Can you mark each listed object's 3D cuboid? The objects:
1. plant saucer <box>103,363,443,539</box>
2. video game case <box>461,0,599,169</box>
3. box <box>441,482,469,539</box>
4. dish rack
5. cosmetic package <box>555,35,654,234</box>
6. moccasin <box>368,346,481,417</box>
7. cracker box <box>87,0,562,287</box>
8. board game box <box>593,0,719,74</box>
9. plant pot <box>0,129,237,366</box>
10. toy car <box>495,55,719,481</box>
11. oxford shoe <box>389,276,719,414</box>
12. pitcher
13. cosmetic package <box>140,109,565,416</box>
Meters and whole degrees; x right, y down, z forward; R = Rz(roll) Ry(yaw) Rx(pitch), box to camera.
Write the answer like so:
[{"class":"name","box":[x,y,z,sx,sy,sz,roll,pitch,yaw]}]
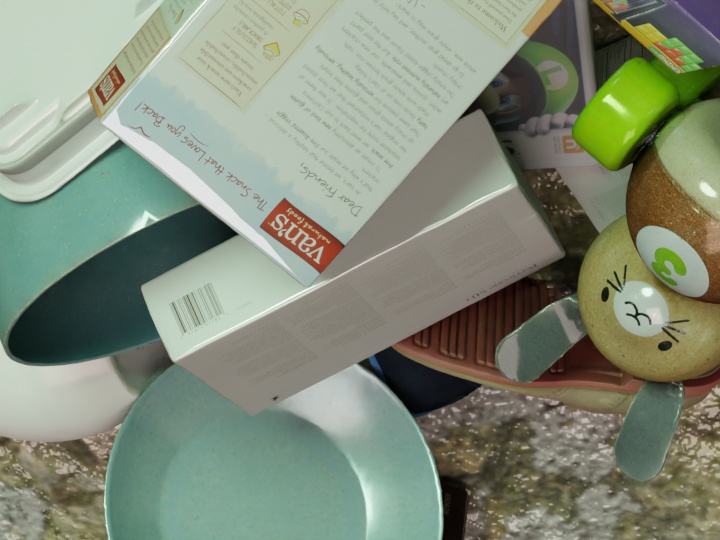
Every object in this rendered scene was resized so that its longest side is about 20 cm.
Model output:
[{"class":"plant saucer","box":[-0.052,0.139,1.598,0.201,0.201,0.039,21,159,-10]},{"class":"video game case","box":[0.030,-0.135,1.465,0.181,0.023,0.200,-3,127,9]},{"class":"box","box":[-0.045,0.230,1.728,0.165,0.164,0.200,18,127,-7]},{"class":"dish rack","box":[-0.155,-0.152,1.387,0.172,0.200,0.044,-37,147,14]},{"class":"cosmetic package","box":[0.179,-0.038,1.567,0.082,0.051,0.200,-22,121,24]},{"class":"moccasin","box":[0.022,0.001,1.612,0.068,0.081,0.200,-16,138,13]},{"class":"cracker box","box":[-0.014,-0.111,1.309,0.134,0.058,0.200,39,96,-22]},{"class":"board game box","box":[0.139,-0.223,1.361,0.200,0.166,0.057,38,159,-21]},{"class":"plant pot","box":[-0.120,-0.056,1.459,0.200,0.135,0.200,-24,164,-7]},{"class":"toy car","box":[0.158,0.010,1.446,0.164,0.158,0.200,41,115,10]},{"class":"oxford shoe","box":[0.105,0.052,1.572,0.199,0.071,0.075,11,149,-3]},{"class":"pitcher","box":[-0.219,0.019,1.623,0.199,0.121,0.172,-4,116,28]},{"class":"cosmetic package","box":[0.000,0.000,1.473,0.200,0.052,0.151,-27,159,6]}]
